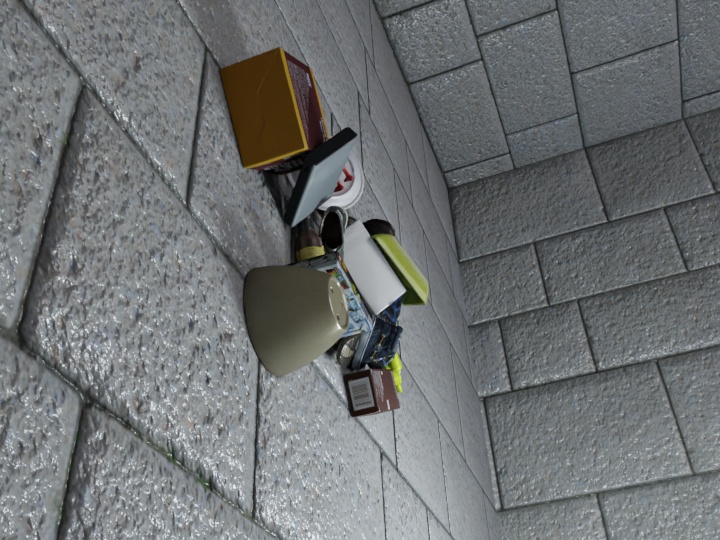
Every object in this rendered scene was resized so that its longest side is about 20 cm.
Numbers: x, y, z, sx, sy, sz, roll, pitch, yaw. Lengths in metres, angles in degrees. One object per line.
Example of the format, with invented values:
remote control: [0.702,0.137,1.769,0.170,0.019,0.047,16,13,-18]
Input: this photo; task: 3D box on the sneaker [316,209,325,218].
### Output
sneaker: [-0.104,-0.215,1.861,0.093,0.069,0.203,113,-39,-76]

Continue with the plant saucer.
plant saucer: [0.085,-0.009,1.862,0.201,0.048,0.200,52,-12,-5]

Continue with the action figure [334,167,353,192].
action figure: [-0.106,-0.268,1.726,0.065,0.098,0.202,-47,117,-35]

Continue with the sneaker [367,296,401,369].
sneaker: [0.055,0.145,1.903,0.077,0.075,0.203,158,-52,-70]

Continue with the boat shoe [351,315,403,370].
boat shoe: [0.037,0.181,1.781,0.201,0.090,0.072,106,3,-55]

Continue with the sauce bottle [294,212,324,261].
sauce bottle: [-0.105,-0.030,1.643,0.065,0.064,0.203,44,33,-63]

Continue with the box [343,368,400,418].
box: [0.030,0.288,1.834,0.200,0.074,0.102,25,51,-74]

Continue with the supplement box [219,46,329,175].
supplement box: [-0.162,-0.311,1.567,0.200,0.131,0.201,-11,86,-75]

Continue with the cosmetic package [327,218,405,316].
cosmetic package: [0.000,0.000,1.782,0.202,0.107,0.085,58,-29,-3]

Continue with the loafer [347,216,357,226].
loafer: [-0.005,-0.050,2.040,0.063,0.071,0.202,-80,154,-47]

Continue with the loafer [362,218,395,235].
loafer: [0.040,-0.112,2.067,0.074,0.071,0.199,58,-21,-17]

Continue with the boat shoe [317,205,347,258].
boat shoe: [-0.070,-0.039,1.690,0.068,0.071,0.204,-81,179,-83]

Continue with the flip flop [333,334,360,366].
flip flop: [-0.034,0.153,1.746,0.200,0.057,0.082,-60,173,-73]

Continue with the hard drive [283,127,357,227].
hard drive: [-0.085,-0.189,1.593,0.033,0.201,0.139,41,54,9]

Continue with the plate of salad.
plate of salad: [-0.084,-0.223,1.779,0.197,0.048,0.203,11,64,-24]

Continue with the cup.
cup: [-0.102,0.076,1.399,0.200,0.141,0.204,-14,90,-76]

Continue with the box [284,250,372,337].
box: [-0.071,0.058,1.548,0.040,0.135,0.201,-89,159,-46]

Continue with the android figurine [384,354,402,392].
android figurine: [0.065,0.217,2.008,0.182,0.040,0.203,-157,-132,-79]
